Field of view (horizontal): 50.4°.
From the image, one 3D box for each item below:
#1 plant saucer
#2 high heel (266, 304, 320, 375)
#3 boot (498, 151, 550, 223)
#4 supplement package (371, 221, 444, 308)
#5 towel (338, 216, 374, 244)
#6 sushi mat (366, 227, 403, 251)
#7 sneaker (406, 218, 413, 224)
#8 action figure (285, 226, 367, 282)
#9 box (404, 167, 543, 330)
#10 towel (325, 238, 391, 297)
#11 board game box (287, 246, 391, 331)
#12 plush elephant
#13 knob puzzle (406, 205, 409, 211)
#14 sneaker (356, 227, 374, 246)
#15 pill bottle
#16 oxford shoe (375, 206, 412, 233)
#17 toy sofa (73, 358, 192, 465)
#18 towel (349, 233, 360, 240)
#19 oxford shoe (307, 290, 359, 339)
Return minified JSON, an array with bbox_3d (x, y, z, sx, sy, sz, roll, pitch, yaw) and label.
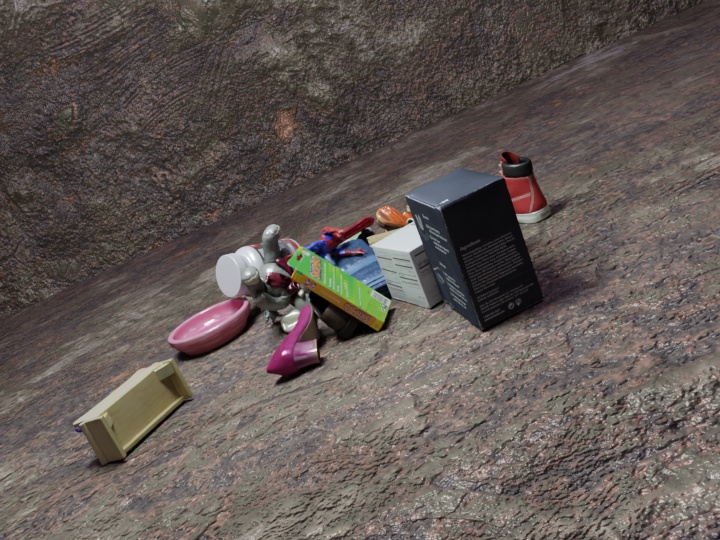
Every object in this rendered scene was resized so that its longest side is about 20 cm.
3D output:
[{"bbox_3d":[-0.331,0.129,1.710,0.196,0.052,0.201,-22,16,6],"label":"plant saucer"},{"bbox_3d":[-0.122,0.124,1.377,0.093,0.069,0.201,-14,28,1],"label":"high heel"},{"bbox_3d":[0.294,-0.172,1.579,0.072,0.147,0.198,-32,16,-28],"label":"boot"},{"bbox_3d":[0.149,-0.036,1.405,0.197,0.113,0.155,-29,16,-20],"label":"supplement package"},{"bbox_3d":[-0.052,-0.071,1.719,0.143,0.023,0.200,-31,4,-16],"label":"towel"},{"bbox_3d":[0.116,-0.053,1.514,0.196,0.097,0.012,-16,-31,-22],"label":"sushi mat"},{"bbox_3d":[0.131,-0.076,1.611,0.075,0.090,0.200,-17,16,22],"label":"sneaker"},{"bbox_3d":[-0.058,-0.041,1.495,0.097,0.067,0.200,-5,19,24],"label":"action figure"},{"bbox_3d":[0.175,-0.042,1.213,0.115,0.204,0.197,-24,15,-6],"label":"box"},{"bbox_3d":[0.000,0.000,1.536,0.110,0.049,0.200,-26,32,-13],"label":"towel"},{"bbox_3d":[-0.039,0.030,1.363,0.030,0.198,0.096,-55,2,23],"label":"board game box"},{"bbox_3d":[-0.136,0.035,1.555,0.151,0.204,0.166,6,38,16],"label":"plush elephant"},{"bbox_3d":[0.191,-0.138,1.754,0.213,0.031,0.220,-5,9,1],"label":"knob puzzle"},{"bbox_3d":[0.008,-0.046,1.690,0.075,0.084,0.200,-7,16,2],"label":"sneaker"},{"bbox_3d":[-0.230,-0.004,1.780,0.114,0.119,0.197,-9,4,44],"label":"pill bottle"},{"bbox_3d":[0.081,-0.088,1.681,0.074,0.071,0.199,-53,-26,15],"label":"oxford shoe"},{"bbox_3d":[-0.401,0.248,1.354,0.096,0.084,0.200,-19,15,35],"label":"toy sofa"},{"bbox_3d":[-0.069,-0.047,1.938,0.196,0.031,0.149,-27,16,-10],"label":"towel"},{"bbox_3d":[-0.059,0.046,1.424,0.073,0.084,0.200,-52,22,6],"label":"oxford shoe"}]
